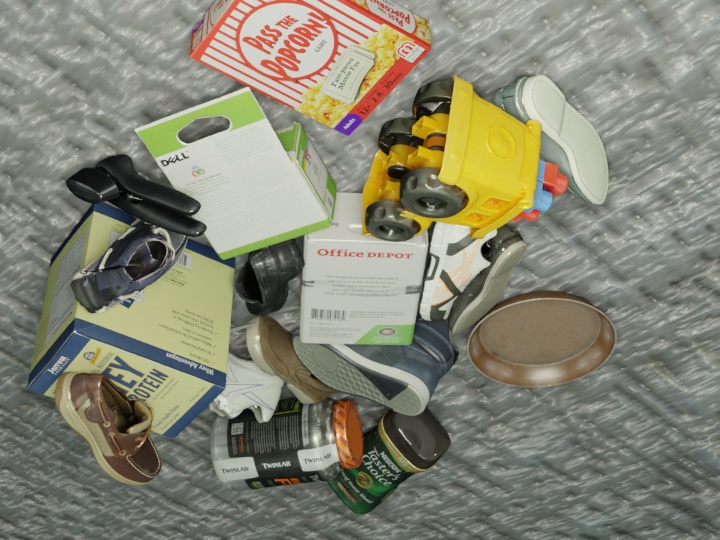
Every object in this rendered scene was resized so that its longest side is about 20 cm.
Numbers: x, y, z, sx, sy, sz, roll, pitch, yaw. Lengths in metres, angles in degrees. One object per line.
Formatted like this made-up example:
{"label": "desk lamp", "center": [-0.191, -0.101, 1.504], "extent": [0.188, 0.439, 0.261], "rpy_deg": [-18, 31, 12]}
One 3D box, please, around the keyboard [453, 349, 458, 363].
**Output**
{"label": "keyboard", "center": [0.027, 0.112, 1.727], "extent": [0.200, 0.021, 0.127], "rpy_deg": [27, 126, -27]}

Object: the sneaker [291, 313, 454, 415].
{"label": "sneaker", "center": [0.024, 0.098, 1.646], "extent": [0.202, 0.146, 0.077], "rpy_deg": [23, 135, 18]}

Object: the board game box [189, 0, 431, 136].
{"label": "board game box", "center": [-0.052, -0.237, 1.288], "extent": [0.199, 0.046, 0.151], "rpy_deg": [23, 134, -26]}

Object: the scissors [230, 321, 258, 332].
{"label": "scissors", "center": [-0.192, 0.082, 1.633], "extent": [0.073, 0.014, 0.200], "rpy_deg": [13, 164, -19]}

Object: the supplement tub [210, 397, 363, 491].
{"label": "supplement tub", "center": [-0.103, 0.245, 1.799], "extent": [0.199, 0.123, 0.123], "rpy_deg": [-9, 139, 14]}

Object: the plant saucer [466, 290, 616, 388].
{"label": "plant saucer", "center": [0.241, 0.088, 1.689], "extent": [0.199, 0.035, 0.201], "rpy_deg": [-1, 140, -1]}

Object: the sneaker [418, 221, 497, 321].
{"label": "sneaker", "center": [0.117, -0.002, 1.507], "extent": [0.080, 0.074, 0.200], "rpy_deg": [11, 141, 3]}

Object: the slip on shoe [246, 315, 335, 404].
{"label": "slip on shoe", "center": [-0.086, 0.118, 1.687], "extent": [0.060, 0.076, 0.200], "rpy_deg": [-12, 141, 21]}

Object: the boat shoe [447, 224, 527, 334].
{"label": "boat shoe", "center": [0.150, 0.006, 1.584], "extent": [0.067, 0.057, 0.200], "rpy_deg": [-23, 156, -32]}

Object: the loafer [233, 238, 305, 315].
{"label": "loafer", "center": [-0.123, 0.011, 1.532], "extent": [0.070, 0.068, 0.201], "rpy_deg": [-19, 167, -20]}

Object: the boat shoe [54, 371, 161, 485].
{"label": "boat shoe", "center": [-0.273, 0.182, 1.458], "extent": [0.072, 0.072, 0.200], "rpy_deg": [-12, 134, 18]}

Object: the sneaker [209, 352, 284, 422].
{"label": "sneaker", "center": [-0.188, 0.151, 1.693], "extent": [0.199, 0.088, 0.074], "rpy_deg": [17, 165, -27]}

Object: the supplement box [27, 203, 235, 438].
{"label": "supplement box", "center": [-0.272, 0.061, 1.521], "extent": [0.199, 0.200, 0.134], "rpy_deg": [23, 135, -25]}

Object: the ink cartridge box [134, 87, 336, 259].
{"label": "ink cartridge box", "center": [-0.134, -0.123, 1.404], "extent": [0.147, 0.076, 0.200], "rpy_deg": [-16, 128, 19]}

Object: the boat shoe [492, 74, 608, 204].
{"label": "boat shoe", "center": [0.215, -0.142, 1.399], "extent": [0.062, 0.073, 0.200], "rpy_deg": [-4, 146, 39]}

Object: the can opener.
{"label": "can opener", "center": [-0.240, -0.076, 1.401], "extent": [0.200, 0.079, 0.064], "rpy_deg": [23, 143, 35]}

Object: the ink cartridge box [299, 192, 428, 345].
{"label": "ink cartridge box", "center": [0.000, 0.000, 1.541], "extent": [0.145, 0.084, 0.200], "rpy_deg": [2, 140, -4]}

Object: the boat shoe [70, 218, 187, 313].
{"label": "boat shoe", "center": [-0.234, -0.021, 1.429], "extent": [0.093, 0.200, 0.075], "rpy_deg": [-21, 108, 35]}

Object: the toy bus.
{"label": "toy bus", "center": [0.117, -0.096, 1.366], "extent": [0.191, 0.136, 0.200], "rpy_deg": [18, 153, -21]}

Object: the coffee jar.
{"label": "coffee jar", "center": [0.040, 0.272, 1.851], "extent": [0.104, 0.085, 0.200], "rpy_deg": [49, 128, 4]}
